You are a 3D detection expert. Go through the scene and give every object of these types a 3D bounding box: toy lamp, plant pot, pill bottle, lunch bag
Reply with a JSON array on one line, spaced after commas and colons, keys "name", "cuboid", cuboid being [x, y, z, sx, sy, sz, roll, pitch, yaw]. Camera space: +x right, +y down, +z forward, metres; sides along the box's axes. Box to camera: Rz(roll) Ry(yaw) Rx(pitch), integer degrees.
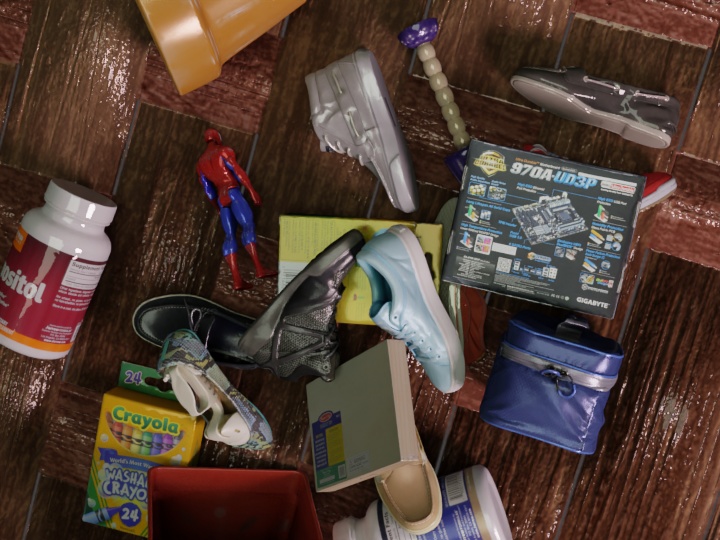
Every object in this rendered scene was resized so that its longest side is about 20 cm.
[{"name": "toy lamp", "cuboid": [0.103, -0.191, 1.164, 0.058, 0.058, 0.202, -22, 89, 9]}, {"name": "plant pot", "cuboid": [-0.158, 0.365, 1.167, 0.197, 0.200, 0.179, 4, 112, -14]}, {"name": "pill bottle", "cuboid": [0.073, 0.316, 1.183, 0.198, 0.116, 0.117, -21, 92, 10]}, {"name": "lunch bag", "cuboid": [0.215, 0.111, 1.102, 0.134, 0.200, 0.134, 17, 95, 11]}, {"name": "pill bottle", "cuboid": [-0.376, -0.004, 1.216, 0.112, 0.113, 0.202, 25, 98, 5]}, {"name": "plant pot", "cuboid": [-0.166, -0.330, 1.129, 0.181, 0.200, 0.202, -25, 92, -6]}]

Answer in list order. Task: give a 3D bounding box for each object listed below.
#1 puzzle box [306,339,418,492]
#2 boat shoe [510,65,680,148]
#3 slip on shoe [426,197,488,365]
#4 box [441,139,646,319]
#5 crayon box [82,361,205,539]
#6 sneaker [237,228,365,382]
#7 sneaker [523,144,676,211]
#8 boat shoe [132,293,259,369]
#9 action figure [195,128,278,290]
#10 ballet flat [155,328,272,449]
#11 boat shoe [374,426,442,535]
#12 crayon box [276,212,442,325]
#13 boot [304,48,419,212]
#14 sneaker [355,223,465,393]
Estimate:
[{"name": "puzzle box", "cuboid": [-0.003, 0.170, 1.137, 0.025, 0.200, 0.135, 4, 68, -30]}, {"name": "boat shoe", "cuboid": [0.270, -0.201, 1.139, 0.198, 0.067, 0.058, 22, 82, 1]}, {"name": "slip on shoe", "cuboid": [0.119, 0.015, 1.181, 0.060, 0.074, 0.203, -2, 89, -27]}, {"name": "box", "cuboid": [0.200, -0.047, 1.098, 0.197, 0.046, 0.161, 12, 98, 7]}, {"name": "crayon box", "cuboid": [-0.270, 0.229, 1.254, 0.124, 0.052, 0.203, 12, 96, 6]}, {"name": "sneaker", "cuboid": [-0.041, 0.050, 1.146, 0.114, 0.076, 0.200, 41, 101, -1]}, {"name": "sneaker", "cuboid": [0.254, -0.107, 1.142, 0.198, 0.071, 0.114, -18, 96, 11]}, {"name": "boat shoe", "cuboid": [-0.191, 0.077, 1.224, 0.197, 0.062, 0.076, 14, 99, 8]}, {"name": "action figure", "cuboid": [-0.155, -0.079, 1.202, 0.065, 0.051, 0.202, -25, 79, 33]}, {"name": "ballet flat", "cuboid": [-0.180, 0.163, 1.194, 0.074, 0.074, 0.201, -33, 113, 9]}, {"name": "boat shoe", "cuboid": [0.036, 0.207, 1.153, 0.073, 0.067, 0.201, -26, 56, 2]}, {"name": "crayon box", "cuboid": [0.000, 0.000, 1.196, 0.197, 0.051, 0.129, 4, 96, 8]}, {"name": "boot", "cuboid": [0.000, -0.153, 1.179, 0.094, 0.073, 0.203, -19, 84, 15]}, {"name": "sneaker", "cuboid": [0.049, 0.055, 1.117, 0.081, 0.074, 0.202, -26, 96, -24]}]
